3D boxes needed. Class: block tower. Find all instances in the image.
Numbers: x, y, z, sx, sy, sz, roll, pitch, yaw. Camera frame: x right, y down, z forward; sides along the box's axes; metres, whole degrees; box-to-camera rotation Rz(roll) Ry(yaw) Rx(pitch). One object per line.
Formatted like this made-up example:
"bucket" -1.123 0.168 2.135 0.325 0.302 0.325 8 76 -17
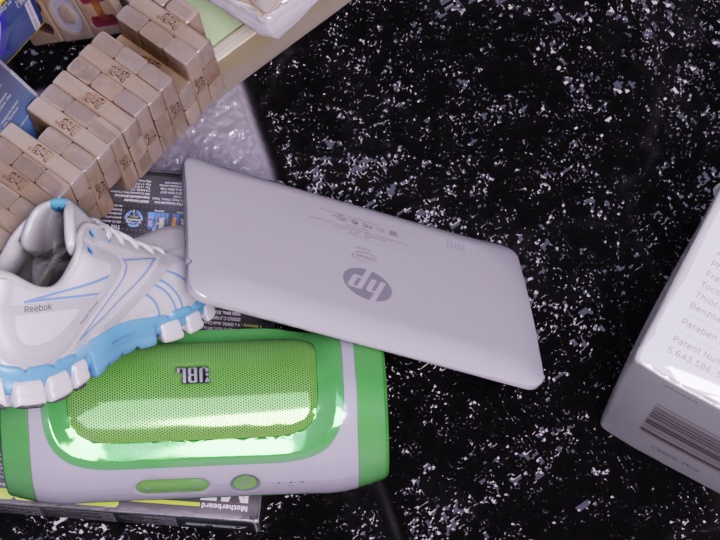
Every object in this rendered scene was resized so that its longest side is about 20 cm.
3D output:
"block tower" -0.153 -0.060 1.380 0.054 0.058 0.200 34 72 22

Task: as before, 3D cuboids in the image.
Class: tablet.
"tablet" 0.000 0.000 1.402 0.199 0.014 0.130 15 32 -15

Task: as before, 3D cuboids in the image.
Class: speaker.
"speaker" -0.086 0.077 1.373 0.199 0.088 0.089 -2 77 -2

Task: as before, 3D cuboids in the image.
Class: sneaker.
"sneaker" -0.135 0.000 1.341 0.075 0.200 0.087 8 112 27

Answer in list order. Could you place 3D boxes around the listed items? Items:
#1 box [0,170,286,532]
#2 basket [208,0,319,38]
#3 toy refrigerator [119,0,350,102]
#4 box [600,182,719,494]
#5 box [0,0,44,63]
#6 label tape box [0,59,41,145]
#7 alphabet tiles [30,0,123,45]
"box" -0.144 0.040 1.446 0.199 0.048 0.194 4 79 0
"basket" -0.063 -0.274 1.398 0.200 0.161 0.198 36 71 27
"toy refrigerator" -0.038 -0.184 1.485 0.200 0.070 0.076 -36 79 -8
"box" 0.245 0.056 1.363 0.199 0.199 0.131 28 79 6
"box" -0.265 -0.095 1.436 0.064 0.070 0.200 38 79 13
"label tape box" -0.244 -0.063 1.344 0.066 0.200 0.144 35 86 23
"alphabet tiles" -0.201 -0.212 1.433 0.008 0.167 0.201 -42 114 -31
